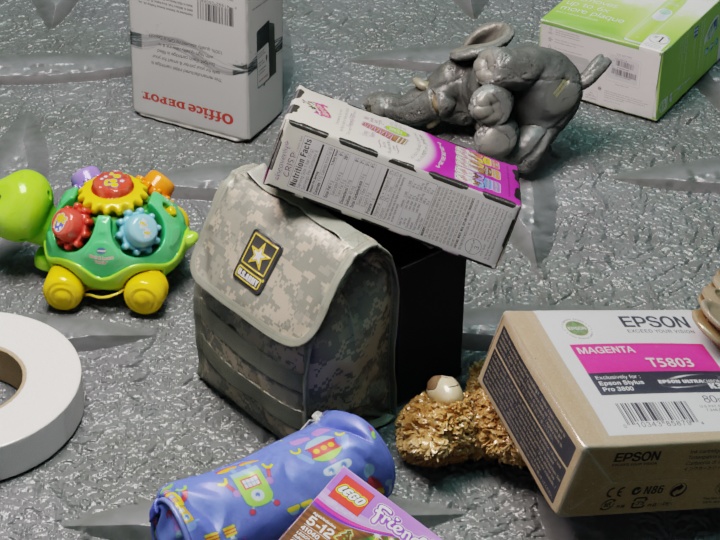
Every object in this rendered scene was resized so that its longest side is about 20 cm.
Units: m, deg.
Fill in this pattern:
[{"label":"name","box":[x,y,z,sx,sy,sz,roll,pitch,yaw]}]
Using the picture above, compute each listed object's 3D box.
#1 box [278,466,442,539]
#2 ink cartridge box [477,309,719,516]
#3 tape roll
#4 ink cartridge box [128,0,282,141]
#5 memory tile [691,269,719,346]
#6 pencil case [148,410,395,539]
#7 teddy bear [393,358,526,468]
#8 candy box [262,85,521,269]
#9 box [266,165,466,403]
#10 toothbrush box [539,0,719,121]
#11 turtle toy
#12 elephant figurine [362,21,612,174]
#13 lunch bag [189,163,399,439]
[{"label":"box","box":[0.027,0.243,1.376,0.200,0.039,0.137,36,45,9]},{"label":"ink cartridge box","box":[0.214,0.106,1.533,0.199,0.075,0.165,-1,38,-24]},{"label":"tape roll","box":[-0.331,0.105,1.651,0.201,0.037,0.203,0,35,0]},{"label":"ink cartridge box","box":[-0.158,-0.250,2.033,0.146,0.201,0.083,17,34,23]},{"label":"memory tile","box":[0.343,0.059,1.624,0.153,0.017,0.200,40,21,6]},{"label":"pencil case","box":[-0.069,0.171,1.513,0.199,0.078,0.087,-23,69,-31]},{"label":"teddy bear","box":[0.127,0.114,1.610,0.199,0.067,0.145,6,32,7]},{"label":"candy box","box":[0.027,-0.077,1.603,0.199,0.061,0.136,21,16,-2]},{"label":"box","box":[0.000,0.000,1.713,0.079,0.142,0.200,-25,41,-29]},{"label":"toothbrush box","box":[0.300,-0.256,2.141,0.145,0.087,0.200,20,37,26]},{"label":"turtle toy","box":[-0.246,-0.041,1.808,0.199,0.102,0.146,3,34,5]},{"label":"elephant figurine","box":[0.124,-0.187,2.016,0.154,0.142,0.200,16,8,-29]},{"label":"lunch bag","box":[-0.055,0.027,1.620,0.117,0.201,0.164,-25,42,-33]}]
